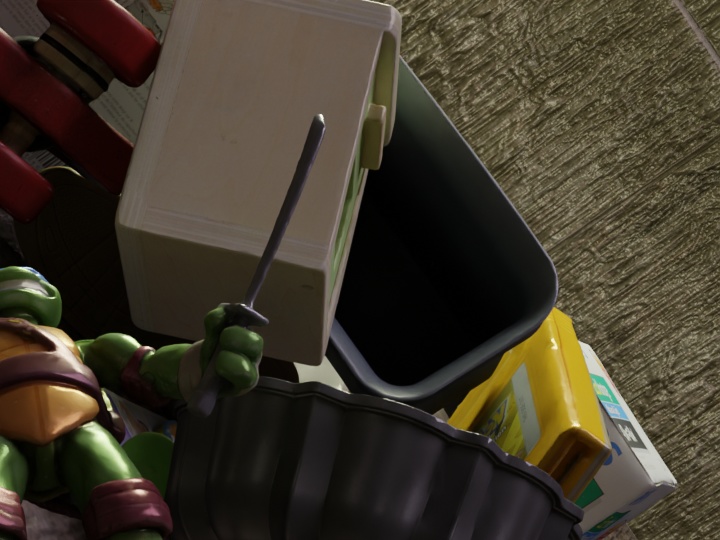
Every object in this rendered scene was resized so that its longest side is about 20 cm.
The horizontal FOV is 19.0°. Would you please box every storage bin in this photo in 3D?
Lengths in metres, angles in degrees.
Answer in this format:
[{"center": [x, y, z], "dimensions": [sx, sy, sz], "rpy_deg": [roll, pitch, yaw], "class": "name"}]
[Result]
[{"center": [0.000, 0.000, 1.196], "dimensions": [0.201, 0.145, 0.135], "rpy_deg": [54, -16, 19], "class": "storage bin"}]

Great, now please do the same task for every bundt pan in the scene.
[{"center": [-0.001, 0.125, 0.984], "dimensions": [0.202, 0.200, 0.076], "rpy_deg": [47, 54, -50], "class": "bundt pan"}]

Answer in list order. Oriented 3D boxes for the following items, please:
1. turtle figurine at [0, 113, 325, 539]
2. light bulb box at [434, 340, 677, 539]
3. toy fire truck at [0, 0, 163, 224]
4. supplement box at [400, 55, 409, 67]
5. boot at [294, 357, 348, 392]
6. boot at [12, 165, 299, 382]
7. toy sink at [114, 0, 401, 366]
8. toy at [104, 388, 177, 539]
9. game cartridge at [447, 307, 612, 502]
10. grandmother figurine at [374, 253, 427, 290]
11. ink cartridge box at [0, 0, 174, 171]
[{"center": [-0.111, 0.037, 0.784], "dimensions": [0.143, 0.200, 0.195], "rpy_deg": [29, 32, -38], "class": "turtle figurine"}, {"center": [0.095, 0.149, 1.449], "dimensions": [0.125, 0.199, 0.198], "rpy_deg": [57, 8, 12], "class": "light bulb box"}, {"center": [-0.199, -0.117, 1.069], "dimensions": [0.200, 0.112, 0.168], "rpy_deg": [40, -4, -27], "class": "toy fire truck"}, {"center": [-0.071, -0.121, 1.545], "dimensions": [0.086, 0.199, 0.110], "rpy_deg": [57, 8, 16], "class": "supplement box"}, {"center": [-0.034, 0.118, 1.253], "dimensions": [0.200, 0.072, 0.091], "rpy_deg": [-111, -161, -59], "class": "boot"}, {"center": [-0.127, -0.008, 1.216], "dimensions": [0.200, 0.073, 0.156], "rpy_deg": [40, 8, -29], "class": "boot"}, {"center": [-0.043, -0.074, 1.082], "dimensions": [0.131, 0.111, 0.201], "rpy_deg": [95, 7, -66], "class": "toy sink"}, {"center": [-0.073, 0.112, 1.127], "dimensions": [0.116, 0.047, 0.200], "rpy_deg": [60, 9, 17], "class": "toy"}, {"center": [0.066, 0.119, 1.185], "dimensions": [0.032, 0.177, 0.200], "rpy_deg": [32, 15, -12], "class": "game cartridge"}, {"center": [-0.004, -0.039, 1.348], "dimensions": [0.121, 0.061, 0.201], "rpy_deg": [32, 20, -45], "class": "grandmother figurine"}, {"center": [-0.166, -0.158, 1.203], "dimensions": [0.200, 0.173, 0.044], "rpy_deg": [51, 9, -32], "class": "ink cartridge box"}]
